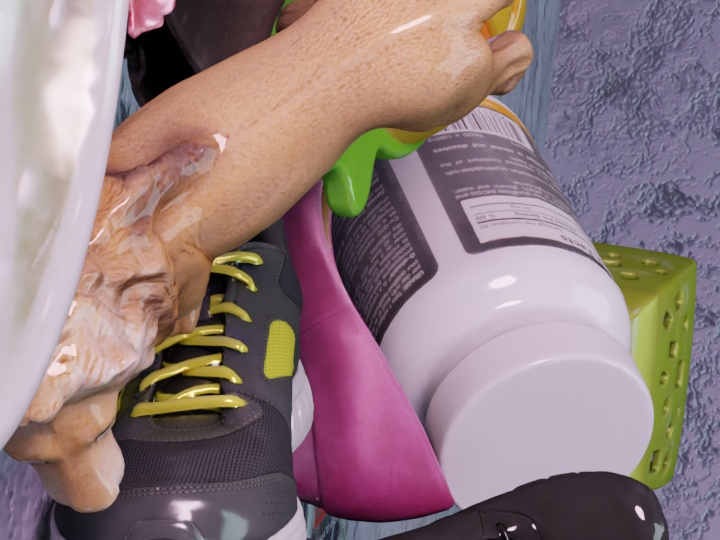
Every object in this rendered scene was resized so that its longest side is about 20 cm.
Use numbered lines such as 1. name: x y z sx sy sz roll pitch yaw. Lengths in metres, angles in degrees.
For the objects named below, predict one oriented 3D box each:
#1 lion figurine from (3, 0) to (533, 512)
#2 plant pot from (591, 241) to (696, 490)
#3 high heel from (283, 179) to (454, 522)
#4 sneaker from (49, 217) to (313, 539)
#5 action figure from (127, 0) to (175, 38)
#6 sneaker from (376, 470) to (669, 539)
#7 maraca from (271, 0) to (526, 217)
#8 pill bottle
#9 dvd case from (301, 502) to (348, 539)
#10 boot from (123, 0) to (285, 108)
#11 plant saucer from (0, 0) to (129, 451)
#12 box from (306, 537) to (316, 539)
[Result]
1. lion figurine: -0.025 -0.030 0.540 0.200 0.072 0.122 -45 -179 -4
2. plant pot: 0.159 0.084 1.799 0.181 0.200 0.199 -28 124 -74
3. high heel: 0.000 0.000 0.897 0.067 0.096 0.200 56 40 -78
4. sneaker: -0.054 0.033 0.667 0.200 0.074 0.085 -90 177 -75
5. action figure: -0.013 -0.133 0.557 0.200 0.134 0.149 -51 172 -13
6. sneaker: 0.025 0.133 0.861 0.076 0.200 0.091 68 11 16
7. maraca: 0.004 -0.103 0.828 0.200 0.107 0.137 -59 138 -56
8. pill bottle: 0.052 0.013 0.983 0.200 0.116 0.117 -113 -163 -50
9. dvd case: -0.023 0.105 1.082 0.146 0.022 0.200 -31 126 -81
10. boot: -0.038 -0.148 0.614 0.200 0.072 0.167 73 27 -60
11. plant saucer: -0.086 -0.061 0.391 0.200 0.050 0.201 6 90 -82
12. box: 0.002 0.184 0.667 0.200 0.196 0.118 -72 166 -59
